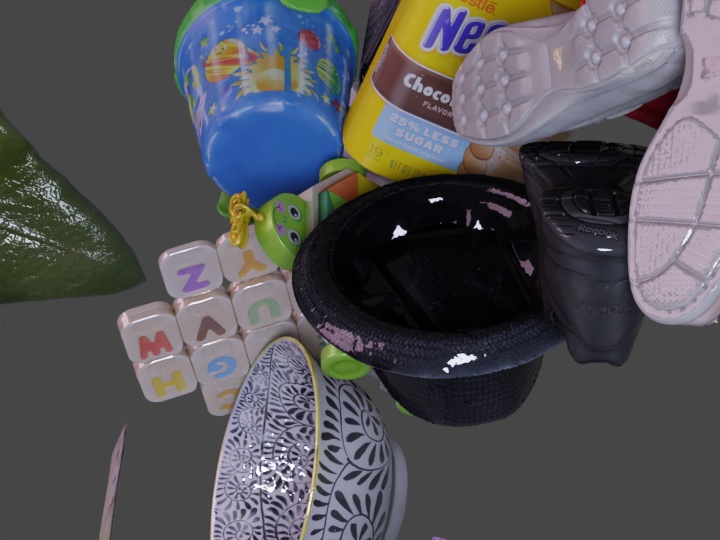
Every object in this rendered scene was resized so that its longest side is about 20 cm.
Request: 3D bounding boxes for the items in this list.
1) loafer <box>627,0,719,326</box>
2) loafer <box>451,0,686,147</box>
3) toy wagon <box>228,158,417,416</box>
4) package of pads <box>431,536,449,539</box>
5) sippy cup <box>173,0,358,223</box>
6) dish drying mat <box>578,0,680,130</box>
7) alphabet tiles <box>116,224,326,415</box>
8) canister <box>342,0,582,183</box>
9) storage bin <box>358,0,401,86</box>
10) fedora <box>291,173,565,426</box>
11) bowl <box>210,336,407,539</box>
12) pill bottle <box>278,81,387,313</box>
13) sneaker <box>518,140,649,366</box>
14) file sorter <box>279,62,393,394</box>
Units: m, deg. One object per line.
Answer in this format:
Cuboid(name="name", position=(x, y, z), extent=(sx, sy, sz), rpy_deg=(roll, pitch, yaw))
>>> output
Cuboid(name="loafer", position=(0.178, -0.067, 0.741), extent=(0.072, 0.063, 0.201), rpy_deg=(5, 80, 46))
Cuboid(name="loafer", position=(0.119, -0.106, 0.854), extent=(0.200, 0.070, 0.070), rpy_deg=(-12, 78, 59))
Cuboid(name="toy wagon", position=(0.000, 0.000, 1.039), extent=(0.040, 0.200, 0.156), rpy_deg=(-29, 47, 35))
Cuboid(name="package of pads", position=(0.025, 0.244, 0.798), extent=(0.121, 0.075, 0.200), rpy_deg=(-91, 26, -56))
Cuboid(name="sippy cup", position=(-0.064, -0.118, 1.135), extent=(0.131, 0.139, 0.178), rpy_deg=(-98, -14, -48))
Cuboid(name="dish drying mat", position=(0.163, -0.118, 0.876), extent=(0.077, 0.018, 0.200), rpy_deg=(-69, 22, 10))
Cuboid(name="alphabet tiles", position=(-0.067, 0.036, 1.138), extent=(0.196, 0.199, 0.015), rpy_deg=(81, 170, -52))
Cuboid(name="canister", position=(0.088, -0.143, 1.041), extent=(0.087, 0.148, 0.200), rpy_deg=(-88, 20, -54))
Cuboid(name="storage bin", position=(0.096, -0.198, 1.120), extent=(0.094, 0.135, 0.200), rpy_deg=(-82, 18, -50))
Cuboid(name="fedora", position=(0.053, 0.026, 0.949), extent=(0.201, 0.200, 0.092), rpy_deg=(-87, -8, -57))
Cuboid(name="bowl", position=(-0.027, 0.152, 1.109), extent=(0.201, 0.094, 0.201), rpy_deg=(-169, 90, -68))
Cuboid(name="pill bottle", position=(-0.009, -0.054, 1.384), extent=(0.120, 0.119, 0.200), rpy_deg=(-97, 31, -67))
Cuboid(name="sneaker", position=(0.119, -0.015, 0.854), extent=(0.200, 0.076, 0.091), rpy_deg=(-67, -21, -68))
Cuboid(name="file sorter", position=(0.016, -0.038, 1.226), extent=(0.139, 0.124, 0.200), rpy_deg=(-85, 20, -56))
